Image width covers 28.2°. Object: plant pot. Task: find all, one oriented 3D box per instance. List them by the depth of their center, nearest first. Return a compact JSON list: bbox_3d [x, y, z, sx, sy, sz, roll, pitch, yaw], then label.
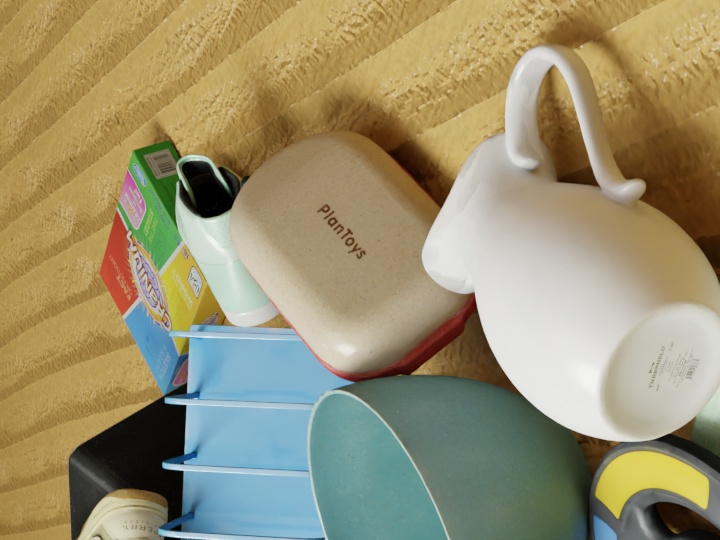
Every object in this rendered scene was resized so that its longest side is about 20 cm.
[{"bbox_3d":[0.070,0.150,0.917,0.200,0.133,0.202,45,145,44],"label":"plant pot"},{"bbox_3d":[-0.118,0.230,1.235,0.177,0.199,0.202,33,134,30],"label":"plant pot"}]

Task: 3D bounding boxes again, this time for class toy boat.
[{"bbox_3d":[0.000,0.000,1.000,0.200,0.130,0.131,49,172,33],"label":"toy boat"}]

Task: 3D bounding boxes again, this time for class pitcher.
[{"bbox_3d":[0.119,-0.018,0.783,0.200,0.120,0.174,-129,43,-54],"label":"pitcher"}]

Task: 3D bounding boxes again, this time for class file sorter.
[{"bbox_3d":[-0.075,0.143,1.055,0.123,0.137,0.203,20,-108,-82],"label":"file sorter"}]

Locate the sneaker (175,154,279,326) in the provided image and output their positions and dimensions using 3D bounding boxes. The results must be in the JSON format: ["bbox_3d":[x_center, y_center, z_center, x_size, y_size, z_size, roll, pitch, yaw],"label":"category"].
[{"bbox_3d":[-0.112,-0.058,1.122,0.201,0.073,0.119,-123,13,-54],"label":"sneaker"}]

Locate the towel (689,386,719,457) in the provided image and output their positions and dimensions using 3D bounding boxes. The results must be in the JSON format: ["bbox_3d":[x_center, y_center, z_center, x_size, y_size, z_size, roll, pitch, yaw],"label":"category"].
[{"bbox_3d":[0.250,0.095,0.712,0.200,0.023,0.154,43,140,39],"label":"towel"}]

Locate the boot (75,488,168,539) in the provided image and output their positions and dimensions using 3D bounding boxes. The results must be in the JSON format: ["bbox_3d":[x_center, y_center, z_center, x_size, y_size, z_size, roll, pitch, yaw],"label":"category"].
[{"bbox_3d":[-0.197,0.283,1.099,0.201,0.072,0.157,-55,31,40],"label":"boot"}]

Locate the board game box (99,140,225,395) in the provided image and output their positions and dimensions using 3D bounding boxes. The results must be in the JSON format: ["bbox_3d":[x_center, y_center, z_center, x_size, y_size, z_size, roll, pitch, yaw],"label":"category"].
[{"bbox_3d":[-0.182,0.001,1.346,0.154,0.040,0.201,58,147,22],"label":"board game box"}]

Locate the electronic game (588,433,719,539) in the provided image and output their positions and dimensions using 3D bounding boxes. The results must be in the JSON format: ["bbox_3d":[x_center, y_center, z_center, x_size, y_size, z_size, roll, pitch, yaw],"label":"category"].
[{"bbox_3d":[0.198,0.186,0.811,0.200,0.041,0.202,45,147,40],"label":"electronic game"}]
